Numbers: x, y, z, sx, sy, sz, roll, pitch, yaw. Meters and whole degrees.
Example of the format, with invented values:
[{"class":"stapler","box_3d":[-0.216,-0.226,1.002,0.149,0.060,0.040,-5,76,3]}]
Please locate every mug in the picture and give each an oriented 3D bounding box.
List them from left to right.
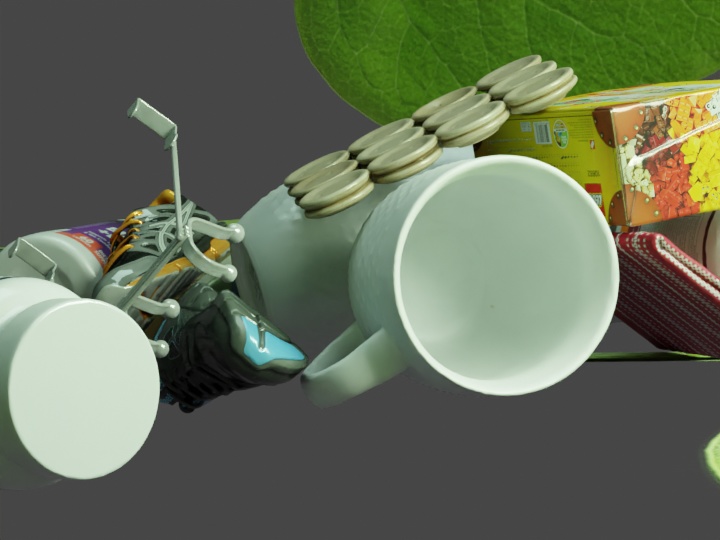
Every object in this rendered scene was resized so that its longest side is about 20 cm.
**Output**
[{"class":"mug","box_3d":[0.000,0.000,1.701,0.175,0.148,0.200,-16,-20,-14]},{"class":"mug","box_3d":[0.045,0.020,1.489,0.200,0.148,0.175,-38,9,-13]}]

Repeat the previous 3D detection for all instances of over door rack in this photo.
[{"class":"over door rack","box_3d":[-0.149,-0.002,1.519,0.067,0.148,0.200,33,18,-32]}]

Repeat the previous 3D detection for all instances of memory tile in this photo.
[{"class":"memory tile","box_3d":[0.044,-0.090,1.559,0.200,0.017,0.153,-27,12,-4]}]

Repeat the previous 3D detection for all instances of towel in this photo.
[{"class":"towel","box_3d":[0.195,0.013,1.524,0.145,0.022,0.200,35,-10,-19]}]

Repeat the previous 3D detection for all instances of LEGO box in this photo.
[{"class":"LEGO box","box_3d":[0.185,-0.079,1.547,0.149,0.077,0.200,-11,6,-23]}]

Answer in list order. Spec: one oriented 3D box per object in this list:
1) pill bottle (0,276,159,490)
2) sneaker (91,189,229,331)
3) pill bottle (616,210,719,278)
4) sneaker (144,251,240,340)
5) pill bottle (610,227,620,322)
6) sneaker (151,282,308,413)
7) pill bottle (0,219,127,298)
[{"class":"pill bottle","box_3d":[-0.204,0.061,1.277,0.116,0.116,0.200,-8,6,-39]},{"class":"sneaker","box_3d":[-0.162,-0.007,1.781,0.078,0.077,0.200,-48,-4,22]},{"class":"pill bottle","box_3d":[0.273,-0.014,1.648,0.110,0.110,0.200,-7,5,-24]},{"class":"sneaker","box_3d":[-0.079,0.033,1.800,0.200,0.090,0.067,-40,-13,-40]},{"class":"pill bottle","box_3d":[0.225,-0.015,1.832,0.200,0.110,0.110,-5,4,5]},{"class":"sneaker","box_3d":[-0.091,0.060,1.497,0.082,0.073,0.200,-50,11,-8]},{"class":"pill bottle","box_3d":[-0.207,0.017,1.881,0.111,0.111,0.200,-3,5,23]}]
